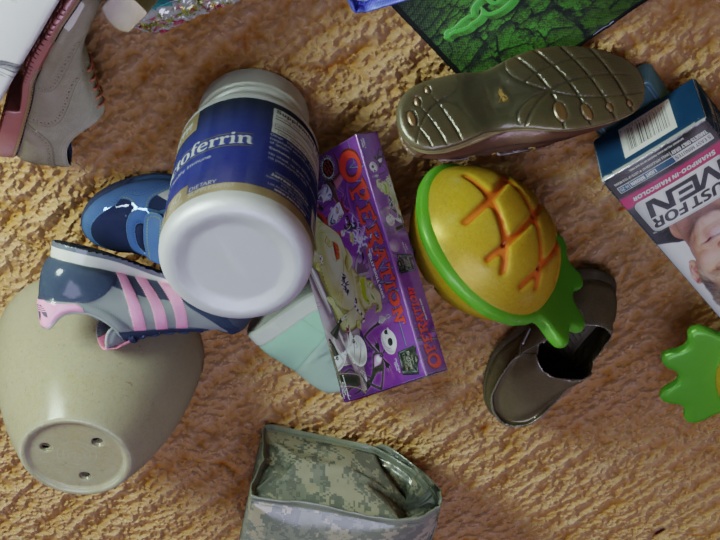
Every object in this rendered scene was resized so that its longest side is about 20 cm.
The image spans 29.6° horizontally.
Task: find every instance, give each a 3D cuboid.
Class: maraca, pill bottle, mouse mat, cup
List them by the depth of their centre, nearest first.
[{"bbox_3d":[0.130,-0.229,1.051,0.200,0.008,0.161,-35,121,25],"label":"mouse mat"},{"bbox_3d":[-0.090,-0.067,1.067,0.115,0.200,0.116,0,129,0],"label":"pill bottle"},{"bbox_3d":[0.120,-0.013,1.143,0.200,0.138,0.107,31,140,-32],"label":"maraca"},{"bbox_3d":[0.376,0.091,1.249,0.199,0.107,0.138,-4,123,5],"label":"maraca"},{"bbox_3d":[-0.252,0.122,1.268,0.199,0.144,0.201,0,130,0],"label":"cup"}]

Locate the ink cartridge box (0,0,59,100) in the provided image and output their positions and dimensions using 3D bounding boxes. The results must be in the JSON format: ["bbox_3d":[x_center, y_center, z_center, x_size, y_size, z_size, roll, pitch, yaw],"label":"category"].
[{"bbox_3d":[-0.282,-0.189,1.002,0.083,0.147,0.200,27,126,-21],"label":"ink cartridge box"}]

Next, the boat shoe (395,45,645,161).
[{"bbox_3d":[0.127,-0.130,1.096,0.199,0.072,0.068,-11,166,-1],"label":"boat shoe"}]

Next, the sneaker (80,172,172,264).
[{"bbox_3d":[-0.146,-0.031,1.176,0.199,0.082,0.074,2,132,3],"label":"sneaker"}]

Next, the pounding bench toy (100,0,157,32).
[{"bbox_3d":[-0.132,-0.275,0.931,0.155,0.124,0.201,-13,124,12],"label":"pounding bench toy"}]

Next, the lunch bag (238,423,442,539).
[{"bbox_3d":[-0.021,0.262,1.397,0.199,0.118,0.164,11,129,-2],"label":"lunch bag"}]

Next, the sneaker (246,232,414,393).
[{"bbox_3d":[0.003,0.041,1.236,0.118,0.074,0.200,42,130,-21],"label":"sneaker"}]

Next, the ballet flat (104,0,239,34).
[{"bbox_3d":[-0.099,-0.230,1.028,0.199,0.076,0.064,-12,160,17],"label":"ballet flat"}]

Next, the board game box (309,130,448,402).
[{"bbox_3d":[0.000,0.000,1.120,0.032,0.201,0.120,-10,171,-41],"label":"board game box"}]

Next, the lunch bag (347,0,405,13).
[{"bbox_3d":[0.029,-0.301,0.886,0.127,0.170,0.201,-10,127,10],"label":"lunch bag"}]

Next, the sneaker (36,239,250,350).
[{"bbox_3d":[-0.195,0.037,1.214,0.199,0.070,0.082,20,88,-27],"label":"sneaker"}]

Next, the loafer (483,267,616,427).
[{"bbox_3d":[0.174,0.083,1.273,0.076,0.068,0.200,17,129,-12],"label":"loafer"}]

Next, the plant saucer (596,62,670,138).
[{"bbox_3d":[0.265,-0.087,1.160,0.070,0.019,0.200,-29,123,23],"label":"plant saucer"}]

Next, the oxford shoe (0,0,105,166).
[{"bbox_3d":[-0.233,-0.159,1.084,0.074,0.071,0.200,17,138,-19],"label":"oxford shoe"}]

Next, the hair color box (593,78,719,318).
[{"bbox_3d":[0.292,-0.054,1.137,0.100,0.061,0.200,-32,123,25],"label":"hair color box"}]
